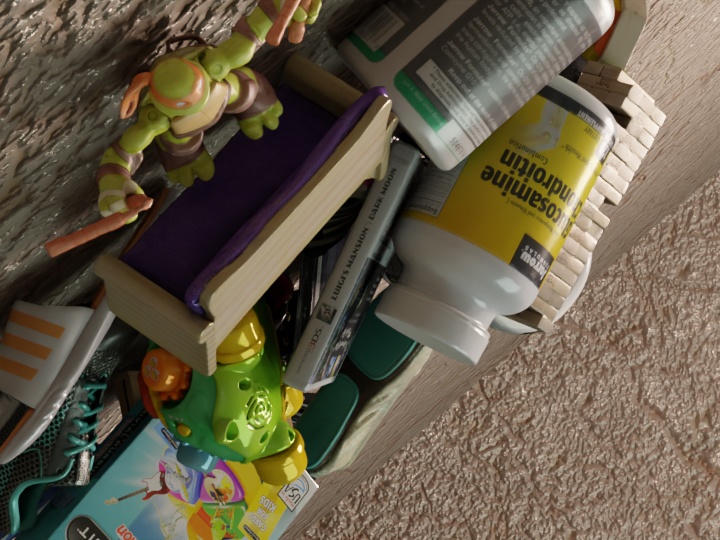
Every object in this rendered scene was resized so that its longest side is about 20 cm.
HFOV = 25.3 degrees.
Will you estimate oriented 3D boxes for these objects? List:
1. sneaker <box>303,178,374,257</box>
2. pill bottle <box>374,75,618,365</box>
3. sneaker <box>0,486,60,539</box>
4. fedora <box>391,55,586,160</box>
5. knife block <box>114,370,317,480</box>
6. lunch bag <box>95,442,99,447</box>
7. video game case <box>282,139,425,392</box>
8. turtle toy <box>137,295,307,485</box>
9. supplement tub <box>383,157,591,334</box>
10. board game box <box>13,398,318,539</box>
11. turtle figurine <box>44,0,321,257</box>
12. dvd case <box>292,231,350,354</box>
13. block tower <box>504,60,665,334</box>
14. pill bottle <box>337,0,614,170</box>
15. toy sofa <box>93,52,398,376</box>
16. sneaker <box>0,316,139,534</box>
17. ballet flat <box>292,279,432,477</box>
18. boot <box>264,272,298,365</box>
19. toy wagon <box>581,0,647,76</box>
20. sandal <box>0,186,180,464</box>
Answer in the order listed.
[{"bbox_3d":[-0.038,-0.051,1.156,0.087,0.074,0.200,-50,172,9],"label":"sneaker"},{"bbox_3d":[0.091,-0.039,1.128,0.200,0.112,0.112,-62,170,-7],"label":"pill bottle"},{"bbox_3d":[-0.301,0.193,1.211,0.200,0.074,0.082,-35,169,-23],"label":"sneaker"},{"bbox_3d":[0.105,-0.138,1.249,0.201,0.092,0.201,-39,168,-10],"label":"fedora"},{"bbox_3d":[-0.094,0.128,1.329,0.175,0.064,0.200,-17,152,1],"label":"knife block"},{"bbox_3d":[-0.195,0.250,1.331,0.124,0.170,0.200,-38,-156,-25],"label":"lunch bag"},{"bbox_3d":[0.000,0.000,1.171,0.200,0.023,0.182,26,89,-86],"label":"video game case"},{"bbox_3d":[-0.105,0.062,1.138,0.101,0.146,0.200,-15,-149,4],"label":"turtle toy"},{"bbox_3d":[0.085,-0.027,1.324,0.123,0.123,0.200,-37,-151,-21],"label":"supplement tub"},{"bbox_3d":[-0.142,0.185,1.215,0.047,0.151,0.200,-5,-141,52],"label":"board game box"},{"bbox_3d":[-0.098,-0.085,0.871,0.200,0.064,0.161,-50,176,-2],"label":"turtle figurine"},{"bbox_3d":[-0.023,0.027,1.399,0.200,0.016,0.149,15,79,-76],"label":"dvd case"},{"bbox_3d":[0.156,-0.056,1.203,0.058,0.054,0.200,32,84,-43],"label":"block tower"},{"bbox_3d":[0.093,-0.170,1.048,0.200,0.113,0.113,-41,168,4],"label":"pill bottle"},{"bbox_3d":[-0.067,-0.043,0.976,0.200,0.083,0.098,-50,163,-25],"label":"toy sofa"},{"bbox_3d":[-0.212,0.108,1.134,0.200,0.091,0.078,-47,164,19],"label":"sneaker"},{"bbox_3d":[0.011,0.084,1.292,0.062,0.067,0.200,11,122,-53],"label":"ballet flat"},{"bbox_3d":[-0.086,0.046,1.364,0.200,0.073,0.151,-25,162,-29],"label":"boot"},{"bbox_3d":[0.170,-0.159,1.340,0.200,0.040,0.155,-50,-159,38],"label":"toy wagon"},{"bbox_3d":[-0.188,0.025,1.022,0.207,0.059,0.079,-60,-172,-11],"label":"sandal"}]
